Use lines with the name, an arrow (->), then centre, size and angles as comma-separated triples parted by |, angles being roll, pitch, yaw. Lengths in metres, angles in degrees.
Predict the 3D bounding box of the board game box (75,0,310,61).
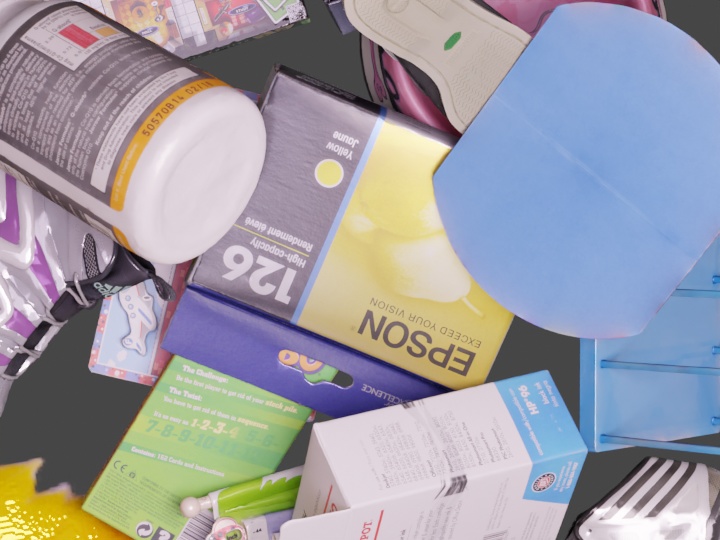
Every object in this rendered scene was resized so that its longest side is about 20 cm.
board game box -> -0.142, -0.178, 1.749 | 0.200, 0.023, 0.105 | -19, 86, 0

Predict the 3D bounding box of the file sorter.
file sorter -> 0.224, 0.010, 1.690 | 0.123, 0.139, 0.200 | 2, 94, 40

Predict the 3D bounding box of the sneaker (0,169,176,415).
sneaker -> -0.185, 0.016, 1.723 | 0.140, 0.078, 0.200 | 11, 94, 12

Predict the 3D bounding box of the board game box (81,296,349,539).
board game box -> -0.087, 0.090, 1.753 | 0.095, 0.030, 0.200 | 31, 101, -9

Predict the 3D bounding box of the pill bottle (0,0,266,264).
pill bottle -> -0.164, -0.095, 1.652 | 0.200, 0.116, 0.116 | 32, 93, 27

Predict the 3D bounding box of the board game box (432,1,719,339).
board game box -> 0.145, -0.059, 1.633 | 0.158, 0.039, 0.200 | 40, 111, 10

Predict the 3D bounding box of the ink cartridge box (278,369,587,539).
ink cartridge box -> 0.028, 0.138, 1.693 | 0.200, 0.116, 0.068 | -12, 55, -19

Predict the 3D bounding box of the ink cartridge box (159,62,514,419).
ink cartridge box -> 0.000, 0.000, 1.698 | 0.197, 0.047, 0.200 | 22, 101, -5

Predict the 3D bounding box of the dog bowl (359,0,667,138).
dog bowl -> 0.100, -0.146, 1.733 | 0.200, 0.074, 0.200 | 0, 94, -1

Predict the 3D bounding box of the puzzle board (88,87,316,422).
puzzle board -> -0.081, -0.015, 1.766 | 0.150, 0.017, 0.200 | 13, 93, -1

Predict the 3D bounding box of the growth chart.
growth chart -> -0.013, 0.212, 1.741 | 0.145, 0.018, 0.200 | -21, 82, -19

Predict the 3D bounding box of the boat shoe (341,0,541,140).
boat shoe -> 0.054, -0.140, 1.636 | 0.072, 0.068, 0.200 | -42, 130, 10

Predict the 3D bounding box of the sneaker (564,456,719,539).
sneaker -> 0.179, 0.216, 1.764 | 0.115, 0.076, 0.201 | 16, 85, 7

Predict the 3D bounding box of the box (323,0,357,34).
box -> 0.017, -0.266, 1.695 | 0.158, 0.051, 0.200 | -25, 67, 4
